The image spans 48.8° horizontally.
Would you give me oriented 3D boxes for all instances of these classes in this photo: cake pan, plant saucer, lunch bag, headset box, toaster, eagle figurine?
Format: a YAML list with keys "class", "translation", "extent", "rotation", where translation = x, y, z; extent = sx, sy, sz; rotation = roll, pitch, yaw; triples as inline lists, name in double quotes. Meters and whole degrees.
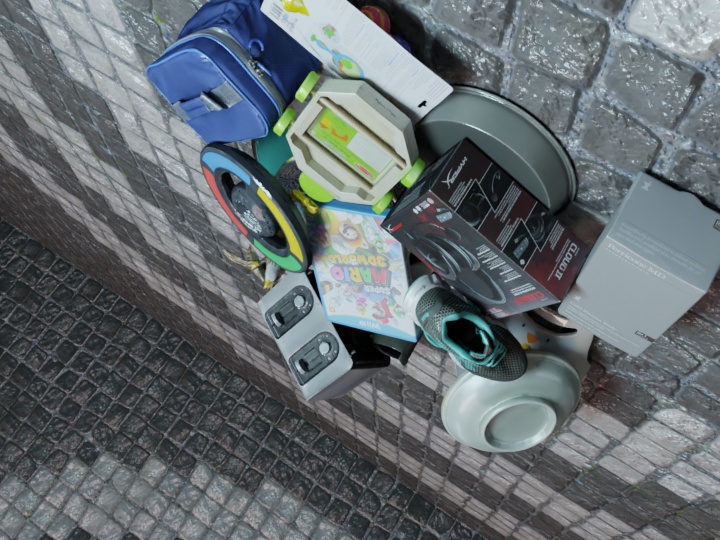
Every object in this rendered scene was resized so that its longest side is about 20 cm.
- class: "cake pan"
  translation: [0.134, -0.111, 0.856]
  extent: [0.198, 0.037, 0.201]
  rotation: [31, 160, 12]
- class: "plant saucer"
  translation: [0.209, 0.192, 1.071]
  extent: [0.201, 0.197, 0.051]
  rotation: [52, -163, -39]
- class: "lunch bag"
  translation: [-0.151, -0.227, 0.921]
  extent: [0.136, 0.133, 0.198]
  rotation: [45, 159, -27]
- class: "headset box"
  translation: [0.137, -0.031, 0.864]
  extent: [0.199, 0.078, 0.149]
  rotation: [40, 160, -9]
- class: "toaster"
  translation: [-0.053, 0.098, 1.265]
  extent: [0.183, 0.118, 0.199]
  rotation: [60, -162, 16]
- class: "eagle figurine"
  translation: [-0.129, -0.033, 1.359]
  extent: [0.149, 0.154, 0.200]
  rotation: [7, 147, -33]

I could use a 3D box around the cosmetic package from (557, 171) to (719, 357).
- class: "cosmetic package"
  translation: [0.281, 0.001, 0.798]
  extent: [0.106, 0.091, 0.201]
  rotation: [30, 163, 14]

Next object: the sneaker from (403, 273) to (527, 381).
- class: "sneaker"
  translation: [0.135, 0.087, 0.939]
  extent: [0.198, 0.078, 0.091]
  rotation: [33, -172, -29]

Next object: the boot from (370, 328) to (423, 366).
- class: "boot"
  translation: [0.031, 0.059, 1.255]
  extent: [0.198, 0.139, 0.078]
  rotation: [16, 154, 46]

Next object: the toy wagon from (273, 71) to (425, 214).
- class: "toy wagon"
  translation: [-0.022, -0.128, 0.878]
  extent: [0.154, 0.040, 0.200]
  rotation: [37, 147, -9]

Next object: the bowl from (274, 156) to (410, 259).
- class: "bowl"
  translation: [-0.007, -0.090, 1.018]
  extent: [0.197, 0.095, 0.203]
  rotation: [20, 139, 19]

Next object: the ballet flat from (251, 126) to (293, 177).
- class: "ballet flat"
  translation: [-0.110, -0.145, 1.126]
  extent: [0.073, 0.067, 0.203]
  rotation: [-123, 9, -59]

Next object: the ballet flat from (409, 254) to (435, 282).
- class: "ballet flat"
  translation: [0.047, 0.005, 1.068]
  extent: [0.197, 0.075, 0.069]
  rotation: [-21, 106, 20]

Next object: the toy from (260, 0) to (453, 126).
- class: "toy"
  translation: [0.000, -0.233, 0.786]
  extent: [0.198, 0.048, 0.115]
  rotation: [33, 162, -11]

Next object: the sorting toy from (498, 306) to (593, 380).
- class: "sorting toy"
  translation: [0.236, 0.094, 1.104]
  extent: [0.198, 0.107, 0.182]
  rotation: [31, 141, 11]

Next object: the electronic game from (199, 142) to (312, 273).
- class: "electronic game"
  translation: [-0.133, -0.077, 1.007]
  extent: [0.199, 0.042, 0.201]
  rotation: [40, 159, 18]

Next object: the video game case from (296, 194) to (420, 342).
- class: "video game case"
  translation: [0.000, 0.000, 1.012]
  extent: [0.140, 0.018, 0.203]
  rotation: [11, 134, 26]

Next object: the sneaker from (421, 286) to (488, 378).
- class: "sneaker"
  translation: [0.134, 0.092, 1.052]
  extent: [0.082, 0.120, 0.205]
  rotation: [10, 111, 37]
